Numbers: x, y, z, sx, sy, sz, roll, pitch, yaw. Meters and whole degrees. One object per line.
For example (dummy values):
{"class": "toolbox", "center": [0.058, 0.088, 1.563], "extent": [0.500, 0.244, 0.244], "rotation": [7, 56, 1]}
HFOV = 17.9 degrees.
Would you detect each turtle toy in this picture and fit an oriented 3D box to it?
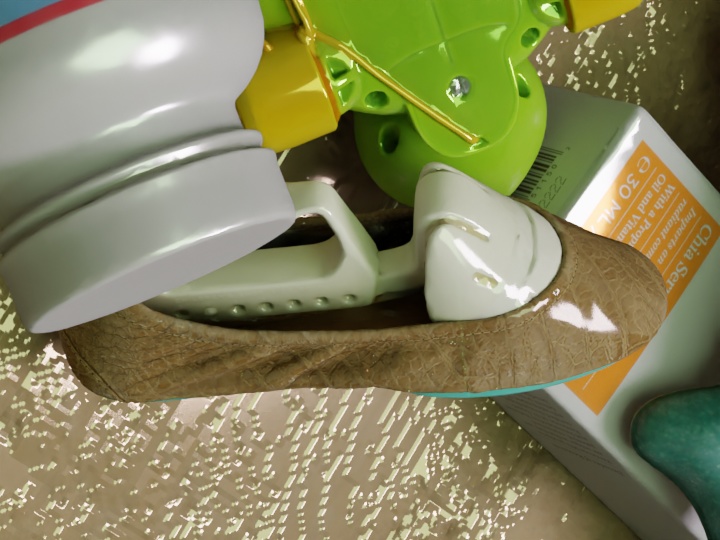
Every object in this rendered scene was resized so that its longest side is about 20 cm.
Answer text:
{"class": "turtle toy", "center": [0.013, -0.103, 0.747], "extent": [0.145, 0.101, 0.201], "rotation": [-21, 117, -3]}

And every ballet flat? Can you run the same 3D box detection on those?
{"class": "ballet flat", "center": [0.000, 0.000, 0.730], "extent": [0.198, 0.068, 0.073], "rotation": [-2, 138, 2]}

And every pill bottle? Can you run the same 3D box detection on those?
{"class": "pill bottle", "center": [-0.093, -0.091, 0.636], "extent": [0.108, 0.109, 0.201], "rotation": [-20, 84, -28]}

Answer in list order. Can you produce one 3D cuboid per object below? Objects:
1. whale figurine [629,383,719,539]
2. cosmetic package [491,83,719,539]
{"class": "whale figurine", "center": [0.193, 0.028, 0.792], "extent": [0.199, 0.104, 0.160], "rotation": [-35, 99, -1]}
{"class": "cosmetic package", "center": [0.112, 0.032, 0.863], "extent": [0.200, 0.071, 0.102], "rotation": [42, 78, -33]}
